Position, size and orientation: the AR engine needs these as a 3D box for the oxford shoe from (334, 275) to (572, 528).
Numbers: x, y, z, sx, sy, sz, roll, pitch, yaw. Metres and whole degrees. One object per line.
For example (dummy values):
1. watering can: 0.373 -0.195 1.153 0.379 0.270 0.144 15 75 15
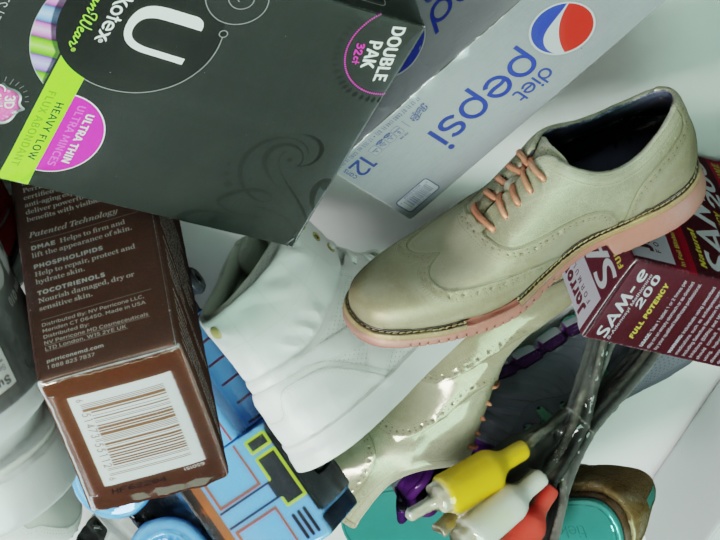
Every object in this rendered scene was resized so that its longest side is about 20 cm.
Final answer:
1. oxford shoe: 0.049 0.062 1.581 0.200 0.071 0.074 -36 97 14

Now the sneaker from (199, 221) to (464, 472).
1. sneaker: 0.000 0.000 1.496 0.074 0.200 0.116 -26 104 47

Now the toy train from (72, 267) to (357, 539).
1. toy train: -0.095 0.082 1.511 0.114 0.087 0.200 -35 90 13

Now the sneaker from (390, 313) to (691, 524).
1. sneaker: 0.105 0.085 1.630 0.199 0.088 0.075 -20 136 5

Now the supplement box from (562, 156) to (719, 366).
1. supplement box: 0.200 -0.002 1.555 0.199 0.109 0.061 12 129 -27

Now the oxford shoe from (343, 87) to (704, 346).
1. oxford shoe: 0.076 -0.032 1.435 0.199 0.071 0.074 -29 139 -14

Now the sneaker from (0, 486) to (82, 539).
1. sneaker: -0.201 0.085 1.551 0.081 0.077 0.200 -25 136 17

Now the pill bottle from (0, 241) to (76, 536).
1. pill bottle: -0.214 0.026 1.381 0.113 0.114 0.201 -20 114 5

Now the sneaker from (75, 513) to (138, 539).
1. sneaker: -0.097 0.134 1.617 0.090 0.066 0.201 5 117 -48

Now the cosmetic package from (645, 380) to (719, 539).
1. cosmetic package: 0.258 0.108 1.704 0.112 0.081 0.200 12 131 -26

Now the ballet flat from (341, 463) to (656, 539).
1. ballet flat: 0.085 0.136 1.676 0.199 0.072 0.068 -8 107 36

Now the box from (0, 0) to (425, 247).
1. box: -0.097 -0.121 1.341 0.199 0.125 0.149 13 129 -27

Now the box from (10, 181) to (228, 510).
1. box: -0.121 0.005 1.405 0.075 0.201 0.100 -14 136 2

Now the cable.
1. cable: 0.113 0.098 1.575 0.200 0.050 0.097 -42 118 -11

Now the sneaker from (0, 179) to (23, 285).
1. sneaker: -0.268 -0.013 1.453 0.199 0.077 0.085 -12 117 -11

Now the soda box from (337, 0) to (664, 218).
1. soda box: 0.066 -0.118 1.430 0.200 0.068 0.063 -41 131 23
